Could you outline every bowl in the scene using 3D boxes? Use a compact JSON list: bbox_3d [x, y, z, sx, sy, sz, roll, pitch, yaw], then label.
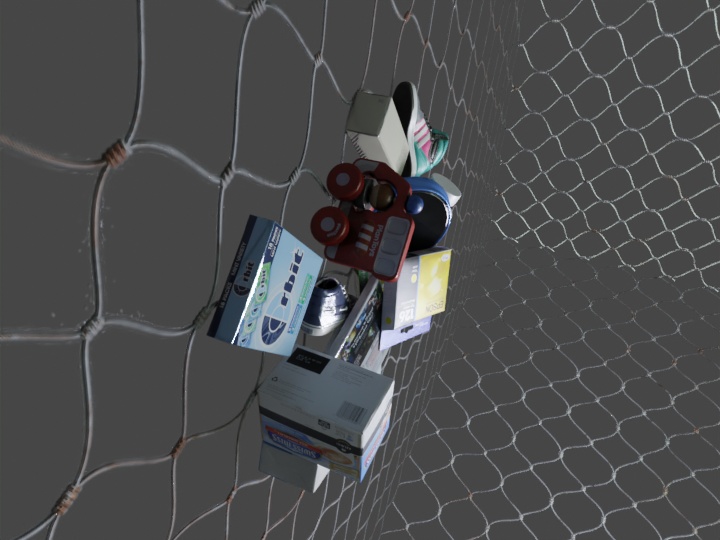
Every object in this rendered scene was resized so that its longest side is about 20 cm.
[{"bbox_3d":[0.100,-0.105,1.144,0.040,0.199,0.202,-108,-169,-45],"label":"bowl"}]

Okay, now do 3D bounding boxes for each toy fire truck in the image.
[{"bbox_3d":[0.019,-0.091,0.934,0.112,0.167,0.202,48,60,-69],"label":"toy fire truck"}]

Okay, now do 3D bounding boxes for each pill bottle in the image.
[{"bbox_3d":[0.142,-0.123,1.249,0.200,0.111,0.111,-53,174,30],"label":"pill bottle"}]

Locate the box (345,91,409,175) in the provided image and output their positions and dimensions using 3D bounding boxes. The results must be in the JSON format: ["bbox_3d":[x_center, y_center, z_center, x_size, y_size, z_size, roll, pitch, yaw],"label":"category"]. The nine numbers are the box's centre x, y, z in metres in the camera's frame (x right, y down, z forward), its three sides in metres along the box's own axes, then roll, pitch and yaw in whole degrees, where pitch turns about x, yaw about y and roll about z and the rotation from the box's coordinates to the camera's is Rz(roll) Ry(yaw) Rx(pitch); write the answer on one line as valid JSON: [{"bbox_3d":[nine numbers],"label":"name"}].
[{"bbox_3d":[0.037,-0.249,1.022,0.200,0.068,0.083,47,60,-69],"label":"box"}]

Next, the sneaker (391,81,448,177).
[{"bbox_3d":[0.133,-0.303,1.150,0.120,0.083,0.202,-19,117,-34],"label":"sneaker"}]

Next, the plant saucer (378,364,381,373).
[{"bbox_3d":[-0.010,0.280,1.207,0.201,0.039,0.201,-48,179,-1],"label":"plant saucer"}]

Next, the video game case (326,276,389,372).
[{"bbox_3d":[0.008,0.145,1.068,0.201,0.023,0.183,-59,146,-34],"label":"video game case"}]

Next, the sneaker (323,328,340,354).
[{"bbox_3d":[-0.036,0.219,1.140,0.071,0.098,0.201,57,52,-69],"label":"sneaker"}]

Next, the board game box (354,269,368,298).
[{"bbox_3d":[0.000,0.000,1.111,0.105,0.023,0.201,-105,-171,-47],"label":"board game box"}]

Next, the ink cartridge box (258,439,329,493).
[{"bbox_3d":[-0.093,0.319,1.025,0.200,0.114,0.068,-36,139,-64],"label":"ink cartridge box"}]

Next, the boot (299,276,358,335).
[{"bbox_3d":[-0.044,0.055,1.019,0.200,0.072,0.091,-26,135,-66],"label":"boot"}]

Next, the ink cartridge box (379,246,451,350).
[{"bbox_3d":[0.119,0.059,1.144,0.197,0.047,0.202,-13,109,-49],"label":"ink cartridge box"}]

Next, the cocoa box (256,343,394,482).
[{"bbox_3d":[-0.059,0.241,0.923,0.133,0.198,0.132,-50,151,-49],"label":"cocoa box"}]

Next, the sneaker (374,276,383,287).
[{"bbox_3d":[0.055,0.038,1.299,0.130,0.079,0.202,-24,127,-69],"label":"sneaker"}]

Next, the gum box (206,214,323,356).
[{"bbox_3d":[-0.130,0.032,0.788,0.200,0.044,0.171,43,64,-69],"label":"gum box"}]
